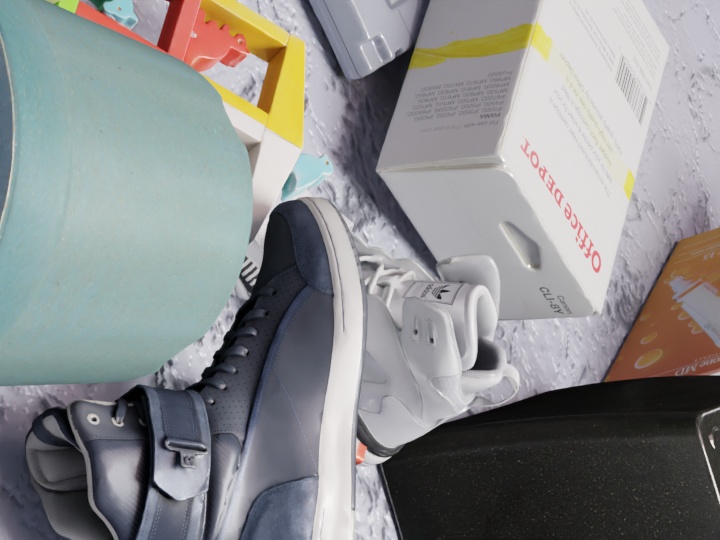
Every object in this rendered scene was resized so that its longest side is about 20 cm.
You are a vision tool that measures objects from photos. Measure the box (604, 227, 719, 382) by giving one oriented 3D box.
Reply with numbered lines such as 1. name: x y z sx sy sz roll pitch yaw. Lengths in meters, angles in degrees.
1. box: 0.241 0.053 1.703 0.098 0.124 0.200 57 36 -18

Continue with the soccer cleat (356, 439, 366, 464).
1. soccer cleat: -0.060 0.137 1.305 0.077 0.069 0.201 30 51 -13

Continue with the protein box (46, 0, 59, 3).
1. protein box: -0.229 -0.219 1.167 0.198 0.134 0.201 22 57 -48

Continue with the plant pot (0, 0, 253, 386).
1. plant pot: -0.158 -0.033 1.135 0.196 0.199 0.201 11 65 -57

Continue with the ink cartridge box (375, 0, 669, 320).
1. ink cartridge box: 0.095 -0.092 1.568 0.145 0.083 0.201 54 42 -42

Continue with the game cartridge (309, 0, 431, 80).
1. game cartridge: 0.017 -0.201 1.593 0.200 0.040 0.134 -38 109 -55

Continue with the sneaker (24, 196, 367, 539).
1. sneaker: -0.075 0.048 1.259 0.145 0.077 0.203 10 63 -18

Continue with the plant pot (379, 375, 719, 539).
1. plant pot: 0.158 0.153 1.493 0.200 0.177 0.201 -11 84 -56

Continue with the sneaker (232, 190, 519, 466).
1. sneaker: 0.000 0.000 1.400 0.201 0.115 0.075 61 35 -14

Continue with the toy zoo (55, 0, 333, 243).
1. toy zoo: -0.099 -0.093 1.339 0.199 0.020 0.132 30 50 -22
